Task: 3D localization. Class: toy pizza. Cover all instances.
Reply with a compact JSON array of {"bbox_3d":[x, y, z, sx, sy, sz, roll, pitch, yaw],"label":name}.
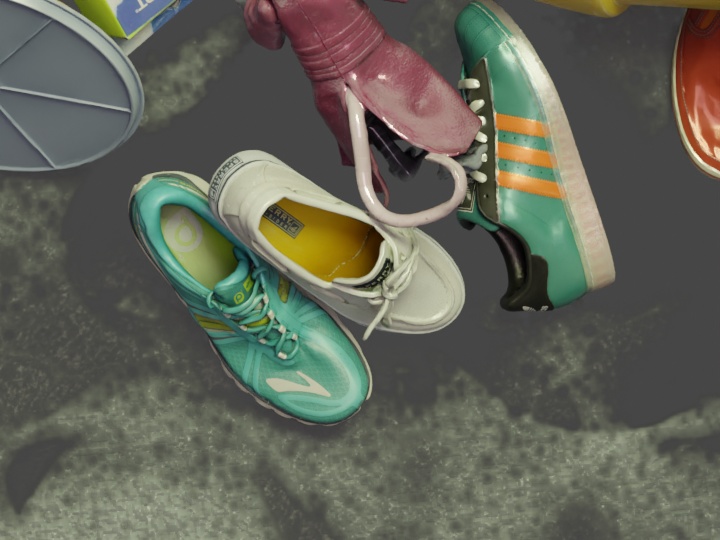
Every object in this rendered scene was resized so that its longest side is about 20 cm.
[{"bbox_3d":[-0.225,-0.123,1.387,0.199,0.201,0.032,13,60,-6],"label":"toy pizza"}]

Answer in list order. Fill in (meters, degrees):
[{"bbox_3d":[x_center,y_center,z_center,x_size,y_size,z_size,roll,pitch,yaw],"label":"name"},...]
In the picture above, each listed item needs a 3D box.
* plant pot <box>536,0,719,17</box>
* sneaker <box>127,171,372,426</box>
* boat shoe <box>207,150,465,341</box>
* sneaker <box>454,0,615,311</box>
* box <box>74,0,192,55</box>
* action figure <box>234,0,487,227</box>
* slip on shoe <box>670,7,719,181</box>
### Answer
[{"bbox_3d":[0.202,-0.235,1.377,0.188,0.201,0.202,19,91,17],"label":"plant pot"},{"bbox_3d":[-0.073,0.022,1.452,0.078,0.080,0.200,-45,97,-2],"label":"sneaker"},{"bbox_3d":[0.002,-0.004,1.416,0.201,0.086,0.075,33,95,-37],"label":"boat shoe"},{"bbox_3d":[0.091,-0.069,1.466,0.079,0.071,0.201,-23,96,-9],"label":"sneaker"},{"bbox_3d":[-0.144,-0.236,1.395,0.122,0.048,0.201,-42,121,-23],"label":"box"},{"bbox_3d":[-0.017,-0.131,1.410,0.133,0.149,0.201,-23,116,27],"label":"action figure"},{"bbox_3d":[0.243,-0.157,1.482,0.073,0.061,0.202,10,93,-8],"label":"slip on shoe"}]
